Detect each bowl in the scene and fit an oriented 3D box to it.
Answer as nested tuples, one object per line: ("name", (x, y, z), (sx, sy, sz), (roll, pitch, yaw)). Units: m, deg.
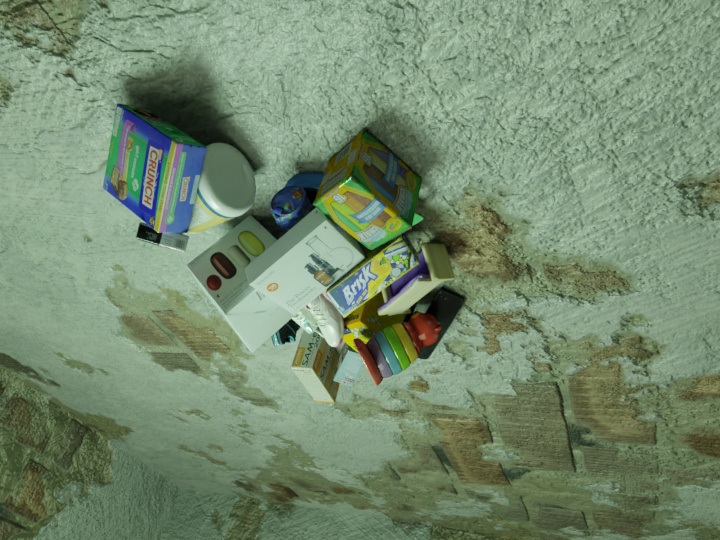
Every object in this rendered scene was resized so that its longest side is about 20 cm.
("bowl", (-0.079, -0.119, 1.221), (0.194, 0.040, 0.203), (11, 143, 8))

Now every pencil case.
("pencil case", (-0.116, -0.076, 1.185), (0.077, 0.088, 0.202), (18, 149, 35))

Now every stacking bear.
("stacking bear", (0.094, 0.166, 1.331), (0.116, 0.196, 0.121), (60, 176, -4))

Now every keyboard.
("keyboard", (0.155, 0.124, 1.388), (0.124, 0.021, 0.203), (21, 116, -17))

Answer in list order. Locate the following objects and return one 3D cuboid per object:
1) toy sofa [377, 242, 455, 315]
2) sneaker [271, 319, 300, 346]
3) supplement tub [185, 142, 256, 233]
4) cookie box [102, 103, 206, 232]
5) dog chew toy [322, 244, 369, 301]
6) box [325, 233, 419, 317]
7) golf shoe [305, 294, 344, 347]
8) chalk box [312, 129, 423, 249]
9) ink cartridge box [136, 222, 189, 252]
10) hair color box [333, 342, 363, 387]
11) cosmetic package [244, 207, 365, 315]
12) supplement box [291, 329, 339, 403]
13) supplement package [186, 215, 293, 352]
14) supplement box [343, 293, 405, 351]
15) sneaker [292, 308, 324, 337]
("toy sofa", (0.108, 0.022, 1.262), (0.095, 0.085, 0.200), (-1, 154, -30))
("sneaker", (-0.194, 0.149, 1.510), (0.071, 0.085, 0.199), (-16, 177, 18))
("supplement tub", (-0.324, -0.160, 1.177), (0.196, 0.148, 0.145), (-15, 134, 37))
("cookie box", (-0.392, -0.193, 1.087), (0.198, 0.074, 0.175), (32, 113, 29))
("dog chew toy", (0.000, 0.000, 1.280), (0.196, 0.127, 0.125), (-19, 132, 28))
("box", (0.023, 0.005, 1.186), (0.198, 0.065, 0.071), (-37, 105, 14))
("golf shoe", (-0.100, 0.088, 1.371), (0.074, 0.090, 0.206), (-20, 86, 41))
("chalk box", (0.031, -0.133, 1.083), (0.198, 0.126, 0.123), (36, 140, -24))
("ink cartridge box", (-0.401, -0.066, 1.165), (0.092, 0.038, 0.199), (16, 179, -20))
("hair color box", (-0.020, 0.232, 1.600), (0.059, 0.101, 0.202), (18, 144, -3))
("cosmetic package", (-0.108, -0.015, 1.143), (0.198, 0.052, 0.150), (-38, 137, 11))
("supplement box", (-0.119, 0.282, 1.684), (0.071, 0.129, 0.202), (0, 142, 22))
("supplement package", (-0.243, 0.025, 1.280), (0.199, 0.190, 0.149), (38, 161, 39))
("supplement box", (0.038, 0.149, 1.460), (0.107, 0.112, 0.199), (-21, 130, 40))
("sneaker", (-0.137, 0.109, 1.406), (0.074, 0.090, 0.198), (-33, 145, 21))
